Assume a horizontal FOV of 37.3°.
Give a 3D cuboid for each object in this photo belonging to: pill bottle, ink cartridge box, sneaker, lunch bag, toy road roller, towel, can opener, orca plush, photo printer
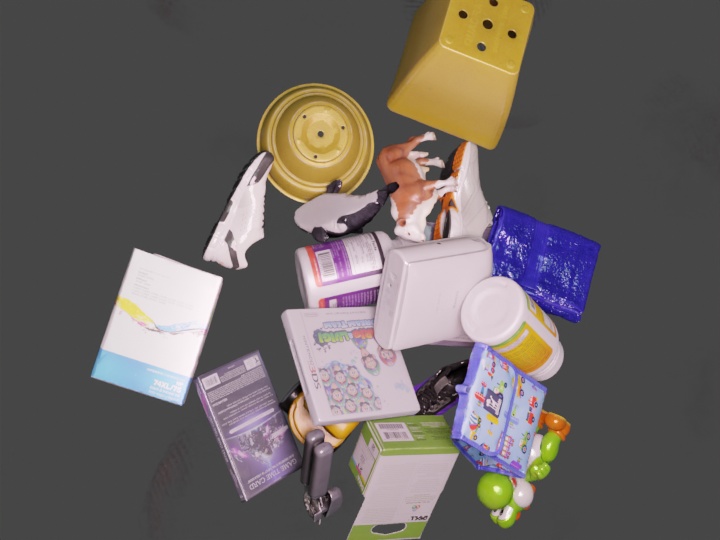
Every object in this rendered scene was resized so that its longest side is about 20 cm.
[{"bbox_3d":[0.000,0.000,1.716,0.196,0.111,0.114,-12,87,-10],"label":"pill bottle"},{"bbox_3d":[-0.309,0.088,1.643,0.144,0.147,0.204,18,83,-6],"label":"ink cartridge box"},{"bbox_3d":[0.120,0.197,1.716,0.198,0.100,0.070,-30,73,-13],"label":"sneaker"},{"bbox_3d":[0.180,-0.114,1.774,0.091,0.075,0.204,16,74,-21],"label":"sneaker"},{"bbox_3d":[0.196,0.213,1.651,0.200,0.093,0.153,40,62,-48],"label":"lunch bag"},{"bbox_3d":[-0.027,0.193,1.677,0.123,0.146,0.200,44,81,-3],"label":"toy road roller"},{"bbox_3d":[0.300,-0.010,1.785,0.197,0.049,0.150,19,82,-12],"label":"towel"},{"bbox_3d":[-0.181,-0.095,1.723,0.079,0.074,0.203,25,90,-11],"label":"sneaker"},{"bbox_3d":[-0.057,0.318,1.655,0.066,0.202,0.054,-18,49,-26],"label":"can opener"},{"bbox_3d":[-0.014,-0.092,1.709,0.071,0.198,0.107,33,43,-41],"label":"orca plush"},{"bbox_3d":[0.122,0.032,1.683,0.197,0.069,0.169,-9,121,-35],"label":"photo printer"},{"bbox_3d":[0.250,0.101,1.703,0.200,0.110,0.112,40,77,-47],"label":"pill bottle"},{"bbox_3d":[0.054,0.332,1.692,0.145,0.076,0.203,3,123,-28],"label":"ink cartridge box"}]

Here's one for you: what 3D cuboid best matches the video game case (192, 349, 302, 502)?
[{"bbox_3d":[-0.173,0.240,1.672,0.142,0.019,0.203,-21,89,-51],"label":"video game case"}]

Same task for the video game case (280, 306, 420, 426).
[{"bbox_3d":[-0.014,0.142,1.642,0.197,0.024,0.185,0,61,-38],"label":"video game case"}]

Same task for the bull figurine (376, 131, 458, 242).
[{"bbox_3d":[0.090,-0.137,1.723,0.119,0.066,0.202,-20,53,0],"label":"bull figurine"}]

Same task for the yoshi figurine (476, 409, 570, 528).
[{"bbox_3d":[0.254,0.316,1.735,0.111,0.112,0.203,26,84,5],"label":"yoshi figurine"}]

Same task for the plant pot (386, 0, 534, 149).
[{"bbox_3d":[0.178,-0.349,1.718,0.197,0.177,0.203,20,68,-7],"label":"plant pot"}]

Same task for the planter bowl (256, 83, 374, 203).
[{"bbox_3d":[-0.069,-0.215,1.738,0.196,0.083,0.205,1,84,-9],"label":"planter bowl"}]

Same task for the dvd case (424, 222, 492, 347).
[{"bbox_3d":[0.168,0.026,1.787,0.146,0.016,0.204,4,85,-9],"label":"dvd case"}]
